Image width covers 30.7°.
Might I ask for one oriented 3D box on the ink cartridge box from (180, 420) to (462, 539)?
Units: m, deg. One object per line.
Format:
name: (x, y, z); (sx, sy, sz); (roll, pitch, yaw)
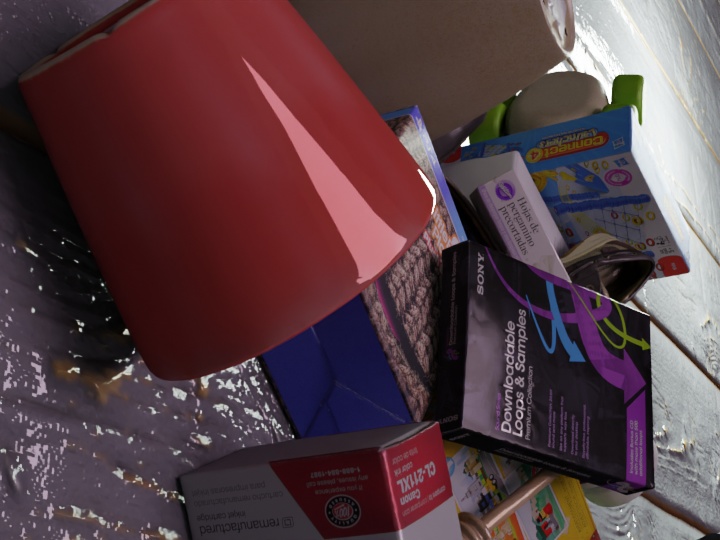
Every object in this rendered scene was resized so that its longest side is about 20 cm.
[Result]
ink cartridge box: (-0.011, 0.204, 0.789); (0.083, 0.145, 0.202); (-13, 91, -63)

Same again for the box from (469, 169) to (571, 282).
box: (0.155, 0.014, 1.109); (0.201, 0.038, 0.041); (64, -9, 5)

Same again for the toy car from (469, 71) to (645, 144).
toy car: (0.212, -0.095, 1.383); (0.158, 0.163, 0.202); (-58, 147, -56)

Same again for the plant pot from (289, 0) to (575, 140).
plant pot: (0.064, -0.193, 1.052); (0.187, 0.198, 0.189); (39, 45, -54)

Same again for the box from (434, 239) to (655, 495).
box: (0.140, 0.075, 0.972); (0.199, 0.036, 0.144); (19, 62, -32)

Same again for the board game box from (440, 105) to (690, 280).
board game box: (0.201, -0.057, 1.285); (0.200, 0.194, 0.056); (50, 37, -44)

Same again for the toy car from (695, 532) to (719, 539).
toy car: (0.238, 0.288, 1.211); (0.159, 0.198, 0.165); (65, 28, -26)

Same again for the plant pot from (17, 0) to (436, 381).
plant pot: (-0.083, -0.068, 0.730); (0.178, 0.199, 0.201); (58, 31, -17)

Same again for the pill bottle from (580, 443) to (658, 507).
pill bottle: (0.202, 0.143, 1.269); (0.200, 0.109, 0.110); (43, 42, -35)

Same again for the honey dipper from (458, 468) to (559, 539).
honey dipper: (0.122, 0.168, 0.975); (0.199, 0.038, 0.038); (-29, 107, -35)

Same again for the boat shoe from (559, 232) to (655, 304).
boat shoe: (0.196, 0.023, 1.179); (0.200, 0.064, 0.074); (-38, 124, -38)

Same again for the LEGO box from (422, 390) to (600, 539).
LEGO box: (0.091, 0.180, 1.023); (0.149, 0.077, 0.201); (-36, 116, -29)

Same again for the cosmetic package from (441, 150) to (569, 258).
cosmetic package: (0.136, -0.012, 1.241); (0.200, 0.101, 0.072); (55, 35, -39)

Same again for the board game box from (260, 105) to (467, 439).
board game box: (0.000, 0.000, 0.955); (0.160, 0.096, 0.200); (67, 28, -23)

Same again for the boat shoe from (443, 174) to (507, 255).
boat shoe: (0.094, 0.003, 1.091); (0.071, 0.060, 0.201); (-11, 55, -31)

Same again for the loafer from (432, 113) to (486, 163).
loafer: (0.082, -0.151, 1.219); (0.073, 0.072, 0.200); (66, 29, -27)
